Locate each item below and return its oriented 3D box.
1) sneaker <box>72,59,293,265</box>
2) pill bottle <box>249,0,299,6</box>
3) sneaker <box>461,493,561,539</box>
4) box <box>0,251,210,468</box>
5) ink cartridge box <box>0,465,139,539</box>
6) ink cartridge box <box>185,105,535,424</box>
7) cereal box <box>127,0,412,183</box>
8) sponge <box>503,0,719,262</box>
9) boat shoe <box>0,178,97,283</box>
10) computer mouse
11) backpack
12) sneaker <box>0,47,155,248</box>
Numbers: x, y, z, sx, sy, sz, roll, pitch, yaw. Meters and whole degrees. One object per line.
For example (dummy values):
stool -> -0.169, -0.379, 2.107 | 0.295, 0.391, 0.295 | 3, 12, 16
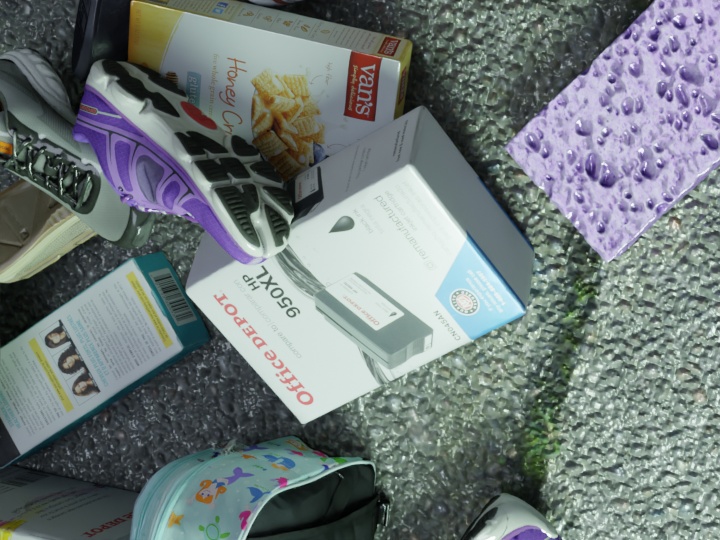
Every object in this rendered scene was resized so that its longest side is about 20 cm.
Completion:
sneaker -> -0.124, -0.064, 1.432 | 0.200, 0.081, 0.084 | 43, 118, 30
pill bottle -> -0.034, -0.248, 1.456 | 0.200, 0.112, 0.112 | -9, 94, 25
sneaker -> 0.077, 0.256, 1.493 | 0.083, 0.081, 0.200 | 37, 114, 2
box -> -0.218, 0.070, 1.619 | 0.200, 0.049, 0.082 | -32, 84, 25
ink cartridge box -> -0.252, 0.246, 1.607 | 0.200, 0.147, 0.146 | 8, 100, 24
ink cartridge box -> 0.000, 0.000, 1.463 | 0.200, 0.084, 0.145 | -28, 115, 26
cereal box -> -0.069, -0.117, 1.485 | 0.200, 0.040, 0.144 | 14, 125, 11
sponge -> 0.205, -0.111, 1.413 | 0.200, 0.030, 0.112 | -45, 79, 23
boat shoe -> -0.215, -0.059, 1.593 | 0.200, 0.065, 0.072 | -38, 71, 6
computer mouse -> -0.170, -0.231, 1.531 | 0.053, 0.139, 0.200 | 8, 114, -16
backpack -> -0.085, 0.213, 1.497 | 0.150, 0.200, 0.178 | 13, 103, 22
sneaker -> -0.224, -0.082, 1.513 | 0.200, 0.079, 0.074 | 43, 127, 23
